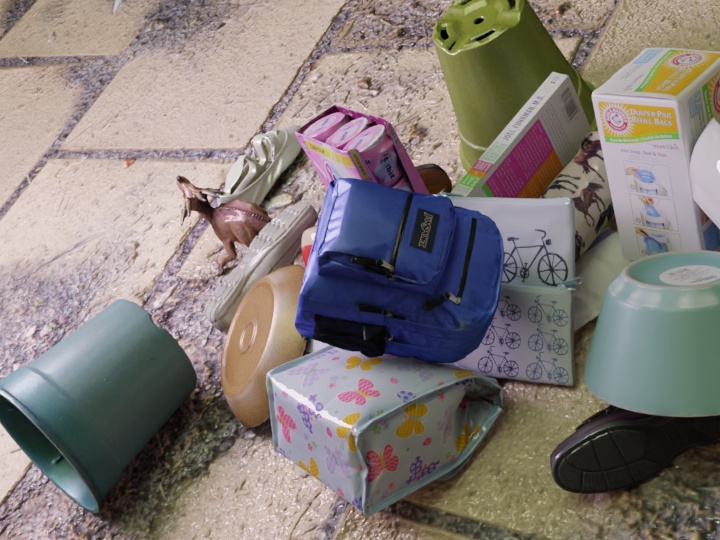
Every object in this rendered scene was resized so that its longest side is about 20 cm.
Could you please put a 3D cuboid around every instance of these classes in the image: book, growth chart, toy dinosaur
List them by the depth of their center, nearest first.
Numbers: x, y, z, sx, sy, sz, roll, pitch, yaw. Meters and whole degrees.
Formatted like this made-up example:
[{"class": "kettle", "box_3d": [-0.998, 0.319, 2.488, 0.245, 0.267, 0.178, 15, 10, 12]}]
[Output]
[{"class": "growth chart", "box_3d": [0.247, 0.009, 1.334, 0.199, 0.018, 0.145, -32, 38, 3]}, {"class": "book", "box_3d": [0.198, -0.113, 1.403, 0.048, 0.134, 0.200, 23, 64, 45]}, {"class": "toy dinosaur", "box_3d": [-0.167, -0.069, 1.617, 0.198, 0.136, 0.086, 0, 49, 35]}]

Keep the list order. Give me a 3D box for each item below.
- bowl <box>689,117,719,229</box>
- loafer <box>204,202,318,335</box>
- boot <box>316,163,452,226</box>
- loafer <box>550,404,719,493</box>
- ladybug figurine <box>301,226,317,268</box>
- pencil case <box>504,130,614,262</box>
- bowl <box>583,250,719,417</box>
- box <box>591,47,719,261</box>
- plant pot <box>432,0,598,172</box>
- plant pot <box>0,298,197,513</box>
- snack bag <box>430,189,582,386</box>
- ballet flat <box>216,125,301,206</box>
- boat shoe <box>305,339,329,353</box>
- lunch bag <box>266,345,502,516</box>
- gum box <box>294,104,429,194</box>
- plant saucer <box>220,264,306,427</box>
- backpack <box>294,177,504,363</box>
[{"class": "bowl", "box_3d": [0.405, -0.040, 1.147, 0.075, 0.199, 0.200, -50, 39, 21]}, {"class": "loafer", "box_3d": [-0.118, 0.000, 1.553, 0.200, 0.070, 0.070, -51, 27, -6]}, {"class": "boot", "box_3d": [0.033, -0.060, 1.476, 0.186, 0.069, 0.200, -16, 18, 4]}, {"class": "loafer", "box_3d": [0.270, 0.150, 1.142, 0.198, 0.072, 0.063, -24, 21, 3]}, {"class": "ladybug figurine", "box_3d": [0.000, 0.000, 1.399, 0.135, 0.200, 0.073, 13, 85, 32]}, {"class": "pencil case", "box_3d": [0.232, -0.067, 1.352, 0.089, 0.078, 0.200, 24, 64, 37]}, {"class": "bowl", "box_3d": [0.302, 0.047, 1.114, 0.199, 0.106, 0.201, -8, 16, 2]}, {"class": "box", "box_3d": [0.325, -0.116, 1.245, 0.101, 0.201, 0.112, 13, 43, 43]}, {"class": "plant pot", "box_3d": [0.179, -0.244, 1.510, 0.198, 0.190, 0.201, -20, 41, 18]}, {"class": "plant pot", "box_3d": [-0.316, 0.151, 1.462, 0.199, 0.201, 0.196, 18, 53, 45]}, {"class": "snack bag", "box_3d": [0.150, 0.016, 1.292, 0.187, 0.021, 0.202, 5, 97, 39]}, {"class": "ballet flat", "box_3d": [-0.145, -0.155, 1.749, 0.069, 0.070, 0.201, 6, 53, 39]}, {"class": "boat shoe", "box_3d": [-0.041, 0.066, 1.402, 0.200, 0.065, 0.073, -8, 71, 65]}, {"class": "lunch bag", "box_3d": [0.029, 0.147, 1.259, 0.199, 0.128, 0.169, -24, 31, -32]}, {"class": "gum box", "box_3d": [0.004, -0.119, 1.405, 0.066, 0.114, 0.200, -35, 23, -10]}, {"class": "plant saucer", "box_3d": [-0.119, 0.083, 1.422, 0.200, 0.035, 0.202, -46, 33, 42]}, {"class": "backpack", "box_3d": [0.046, 0.004, 1.214, 0.198, 0.168, 0.164, 15, 67, 0]}]
